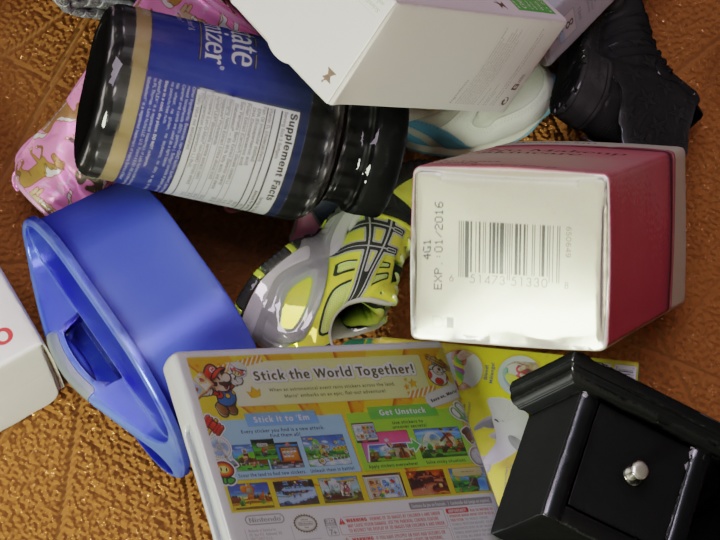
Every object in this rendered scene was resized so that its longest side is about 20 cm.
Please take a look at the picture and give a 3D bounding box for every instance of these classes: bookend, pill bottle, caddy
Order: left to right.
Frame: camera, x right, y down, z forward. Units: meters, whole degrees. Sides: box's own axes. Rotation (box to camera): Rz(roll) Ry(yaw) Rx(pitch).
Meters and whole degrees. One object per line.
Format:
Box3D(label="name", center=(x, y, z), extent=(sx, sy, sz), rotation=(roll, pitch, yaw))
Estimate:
Box3D(label="caddy", center=(-0.149, 0.039, 1.644), extent=(0.105, 0.142, 0.200), rotation=(-31, 66, -15))
Box3D(label="pill bottle", center=(-0.075, -0.095, 1.618), extent=(0.199, 0.112, 0.112), rotation=(12, 64, -14))
Box3D(label="bookend", center=(0.165, 0.185, 1.540), extent=(0.199, 0.092, 0.200), rotation=(27, 67, -14))

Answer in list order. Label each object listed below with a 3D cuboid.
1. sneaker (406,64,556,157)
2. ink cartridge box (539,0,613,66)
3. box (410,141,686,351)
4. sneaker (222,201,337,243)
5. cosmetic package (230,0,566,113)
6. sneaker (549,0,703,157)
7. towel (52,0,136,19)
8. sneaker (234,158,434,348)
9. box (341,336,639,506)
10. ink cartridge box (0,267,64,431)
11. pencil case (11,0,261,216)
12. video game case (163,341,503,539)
Box3D(label="sneaker", center=(0.036, -0.130, 1.749), extent=(0.199, 0.081, 0.077), rotation=(2, 63, 2))
Box3D(label="ink cartridge box", center=(0.121, -0.238, 1.774), extent=(0.160, 0.047, 0.200), rotation=(23, 56, 33))
Box3D(label="box", center=(0.122, -0.020, 1.601), extent=(0.127, 0.200, 0.110), rotation=(3, 98, 20))
Box3D(label="sneaker", center=(-0.089, -0.089, 1.743), extent=(0.200, 0.070, 0.082), rotation=(33, 79, 23))
Box3D(label="cosmetic package", center=(0.027, -0.163, 1.613), extent=(0.108, 0.200, 0.085), rotation=(47, 115, 24))
Box3D(label="sneaker", center=(0.190, -0.126, 1.751), extent=(0.104, 0.060, 0.200), rotation=(31, 44, -11))
Box3D(label="towel", center=(-0.173, -0.244, 1.765), extent=(0.086, 0.200, 0.166), rotation=(-52, 59, 23))
Box3D(label="sneaker", center=(0.000, 0.000, 1.683), extent=(0.076, 0.076, 0.200), rotation=(41, 56, 12))
Box3D(label="box", center=(0.077, 0.110, 1.651), extent=(0.199, 0.048, 0.118), rotation=(7, 65, 4))
Box3D(label="ink cartridge box", center=(-0.309, 0.023, 1.691), extent=(0.146, 0.083, 0.200), rotation=(-30, 66, -11))
Box3D(label="pencil case", center=(-0.152, -0.113, 1.705), extent=(0.200, 0.083, 0.087), rotation=(-52, 56, 16))
Box3D(label="video game case", center=(-0.009, 0.129, 1.556), extent=(0.199, 0.023, 0.183), rotation=(-1, 60, -32))
